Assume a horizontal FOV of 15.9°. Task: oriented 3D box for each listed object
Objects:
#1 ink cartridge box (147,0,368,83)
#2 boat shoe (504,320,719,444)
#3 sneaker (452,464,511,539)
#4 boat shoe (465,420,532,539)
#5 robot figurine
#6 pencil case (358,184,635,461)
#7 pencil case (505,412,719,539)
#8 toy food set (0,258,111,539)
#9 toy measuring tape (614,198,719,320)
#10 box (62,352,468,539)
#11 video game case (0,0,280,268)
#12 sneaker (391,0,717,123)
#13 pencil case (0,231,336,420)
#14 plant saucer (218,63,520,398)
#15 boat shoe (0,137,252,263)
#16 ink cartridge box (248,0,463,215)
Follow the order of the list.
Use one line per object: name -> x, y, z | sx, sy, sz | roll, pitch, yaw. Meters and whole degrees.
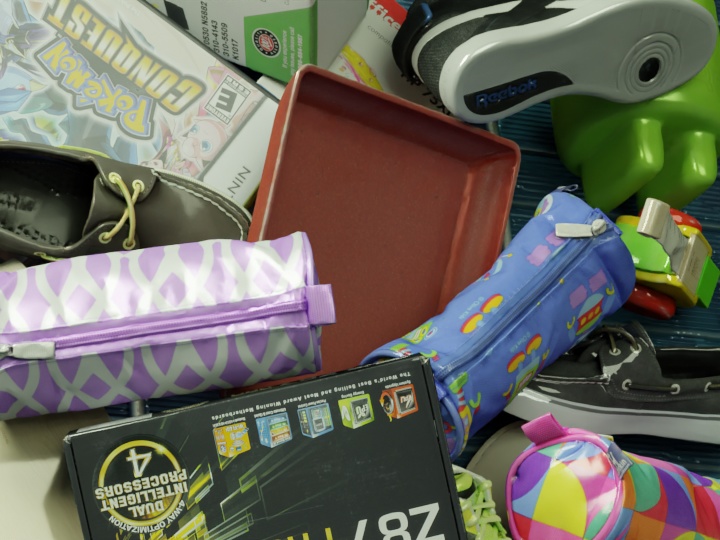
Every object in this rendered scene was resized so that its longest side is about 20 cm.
ink cartridge box -> -0.099, -0.212, 1.527 | 0.199, 0.145, 0.084 | 21, 53, 16
boat shoe -> 0.165, 0.063, 1.577 | 0.199, 0.067, 0.070 | 9, 16, -23
sneaker -> 0.053, 0.158, 1.410 | 0.200, 0.077, 0.075 | 42, 36, 6
boat shoe -> 0.092, 0.183, 1.513 | 0.063, 0.072, 0.201 | 55, 33, -45
robot figurine -> 0.178, -0.134, 1.673 | 0.174, 0.116, 0.201 | 9, 61, -27
pencil case -> 0.083, 0.031, 1.494 | 0.078, 0.087, 0.200 | 42, 54, 10
pencil case -> 0.164, 0.143, 1.491 | 0.200, 0.088, 0.089 | 25, 49, -51
toy food set -> -0.210, 0.106, 1.407 | 0.143, 0.060, 0.201 | -25, 75, -21
toy measuring tape -> 0.174, -0.014, 1.588 | 0.073, 0.200, 0.074 | -4, 75, 17
box -> -0.044, 0.143, 1.359 | 0.199, 0.049, 0.162 | -12, 91, -3
video game case -> -0.161, -0.072, 1.490 | 0.200, 0.025, 0.181 | 36, 81, -4
sneaker -> 0.113, -0.152, 1.575 | 0.199, 0.074, 0.112 | -11, 34, -29
pencil case -> -0.114, 0.028, 1.362 | 0.198, 0.086, 0.085 | -10, 83, -4
plant saucer -> 0.000, 0.000, 1.492 | 0.199, 0.037, 0.201 | 17, 84, -46
boat shoe -> -0.155, -0.031, 1.443 | 0.200, 0.061, 0.072 | 10, 85, -6
ink cartridge box -> -0.001, -0.102, 1.601 | 0.116, 0.067, 0.200 | 39, 55, -2
